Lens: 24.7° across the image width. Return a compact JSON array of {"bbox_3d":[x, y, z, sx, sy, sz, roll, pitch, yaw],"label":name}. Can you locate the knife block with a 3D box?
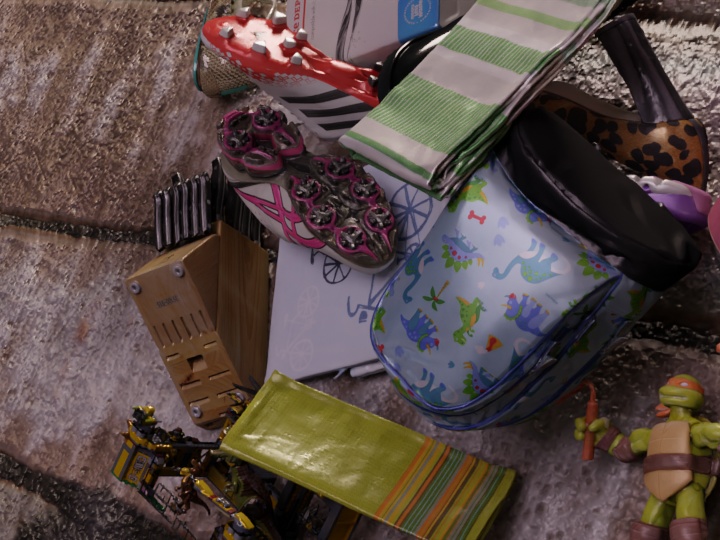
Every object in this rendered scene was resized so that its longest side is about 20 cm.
[{"bbox_3d":[-0.115,0.011,1.402,0.064,0.200,0.176,-19,12,30],"label":"knife block"}]

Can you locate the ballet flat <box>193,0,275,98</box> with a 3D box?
[{"bbox_3d":[-0.116,-0.253,1.540,0.075,0.068,0.200,-6,67,11],"label":"ballet flat"}]

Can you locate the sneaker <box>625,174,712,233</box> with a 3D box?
[{"bbox_3d":[0.163,-0.009,1.184,0.200,0.080,0.089,-16,65,36],"label":"sneaker"}]

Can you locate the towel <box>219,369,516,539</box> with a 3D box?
[{"bbox_3d":[0.006,0.136,1.178,0.200,0.018,0.086,22,44,16],"label":"towel"}]

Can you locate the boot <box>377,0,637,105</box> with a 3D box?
[{"bbox_3d":[0.118,-0.179,1.245,0.162,0.073,0.198,-23,12,40],"label":"boot"}]

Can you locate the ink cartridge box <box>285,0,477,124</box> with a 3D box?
[{"bbox_3d":[0.000,-0.210,1.416,0.200,0.068,0.116,-16,58,31],"label":"ink cartridge box"}]

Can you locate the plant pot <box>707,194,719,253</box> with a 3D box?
[{"bbox_3d":[0.322,-0.054,1.017,0.179,0.200,0.200,-50,45,28],"label":"plant pot"}]

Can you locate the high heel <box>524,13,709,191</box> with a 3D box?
[{"bbox_3d":[0.166,-0.083,1.238,0.200,0.071,0.143,-36,78,44],"label":"high heel"}]

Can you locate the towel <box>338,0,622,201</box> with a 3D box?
[{"bbox_3d":[0.083,-0.141,1.139,0.200,0.023,0.153,-48,30,-6],"label":"towel"}]

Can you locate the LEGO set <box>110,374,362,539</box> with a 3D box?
[{"bbox_3d":[-0.081,0.142,1.229,0.200,0.154,0.116,42,113,46],"label":"LEGO set"}]

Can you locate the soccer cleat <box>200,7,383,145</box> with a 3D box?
[{"bbox_3d":[-0.042,-0.149,1.353,0.200,0.085,0.069,21,40,4],"label":"soccer cleat"}]

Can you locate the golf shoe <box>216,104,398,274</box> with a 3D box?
[{"bbox_3d":[-0.038,-0.054,1.339,0.073,0.092,0.200,-33,54,-22],"label":"golf shoe"}]

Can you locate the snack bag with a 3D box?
[{"bbox_3d":[0.000,0.000,1.330,0.200,0.021,0.189,-18,58,38],"label":"snack bag"}]

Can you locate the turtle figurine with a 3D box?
[{"bbox_3d":[0.200,0.136,1.082,0.200,0.064,0.161,-8,66,48],"label":"turtle figurine"}]

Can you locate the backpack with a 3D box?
[{"bbox_3d":[0.100,0.017,1.114,0.163,0.154,0.200,48,126,20],"label":"backpack"}]
